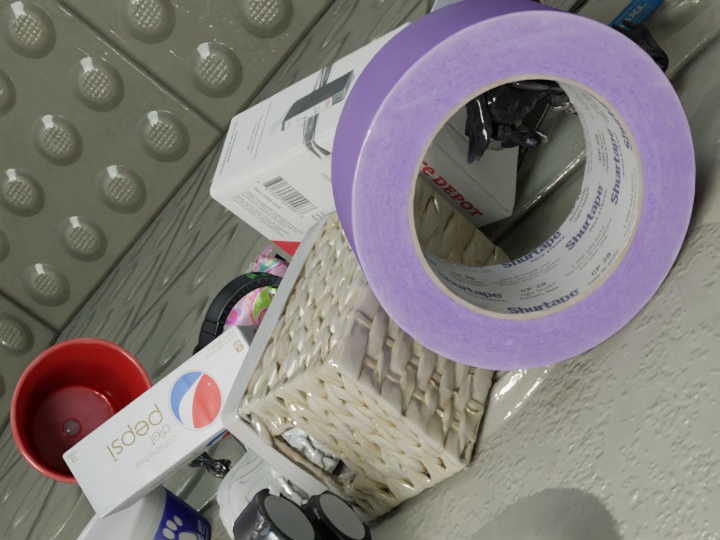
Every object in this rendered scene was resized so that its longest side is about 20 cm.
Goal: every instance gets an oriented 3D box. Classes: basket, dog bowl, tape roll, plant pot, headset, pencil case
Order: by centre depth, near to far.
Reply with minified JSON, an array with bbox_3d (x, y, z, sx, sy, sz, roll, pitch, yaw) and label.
[{"bbox_3d":[0.085,-0.051,0.595,0.201,0.199,0.085,-50,19,9],"label":"tape roll"},{"bbox_3d":[0.015,0.048,0.715,0.123,0.135,0.202,-34,25,43],"label":"basket"},{"bbox_3d":[-0.232,0.302,0.978,0.200,0.078,0.201,-48,17,19],"label":"dog bowl"},{"bbox_3d":[-0.117,0.100,0.996,0.093,0.122,0.204,13,88,46],"label":"headset"},{"bbox_3d":[-0.130,0.074,1.153,0.201,0.087,0.087,-56,17,-7],"label":"pencil case"},{"bbox_3d":[-0.405,0.214,1.473,0.202,0.199,0.177,-60,9,-25],"label":"plant pot"}]

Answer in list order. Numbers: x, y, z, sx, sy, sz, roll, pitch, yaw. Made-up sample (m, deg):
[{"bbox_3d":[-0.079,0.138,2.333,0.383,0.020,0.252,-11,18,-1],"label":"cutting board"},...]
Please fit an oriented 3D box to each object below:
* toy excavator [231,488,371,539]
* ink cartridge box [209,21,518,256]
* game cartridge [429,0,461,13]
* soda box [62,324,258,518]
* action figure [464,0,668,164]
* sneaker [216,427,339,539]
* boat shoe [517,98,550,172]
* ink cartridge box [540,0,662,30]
[{"bbox_3d":[-0.025,0.224,0.541,0.100,0.200,0.194,-49,-28,12],"label":"toy excavator"},{"bbox_3d":[0.005,-0.082,0.795,0.198,0.144,0.085,-18,48,40],"label":"ink cartridge box"},{"bbox_3d":[0.084,-0.210,1.048,0.133,0.041,0.203,-2,-68,-80],"label":"game cartridge"},{"bbox_3d":[-0.159,0.131,0.903,0.199,0.069,0.064,-37,-9,9],"label":"soda box"},{"bbox_3d":[0.113,-0.134,0.697,0.102,0.197,0.121,29,114,50],"label":"action figure"},{"bbox_3d":[-0.050,0.147,0.799,0.099,0.078,0.201,-43,20,21],"label":"sneaker"},{"bbox_3d":[0.103,-0.085,0.866,0.201,0.072,0.065,-51,27,3],"label":"boat shoe"},{"bbox_3d":[0.137,-0.261,0.817,0.084,0.199,0.147,-41,64,28],"label":"ink cartridge box"}]
